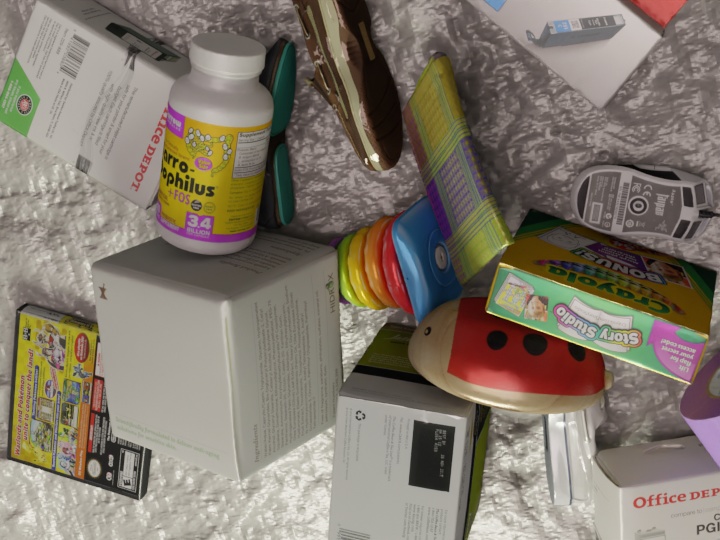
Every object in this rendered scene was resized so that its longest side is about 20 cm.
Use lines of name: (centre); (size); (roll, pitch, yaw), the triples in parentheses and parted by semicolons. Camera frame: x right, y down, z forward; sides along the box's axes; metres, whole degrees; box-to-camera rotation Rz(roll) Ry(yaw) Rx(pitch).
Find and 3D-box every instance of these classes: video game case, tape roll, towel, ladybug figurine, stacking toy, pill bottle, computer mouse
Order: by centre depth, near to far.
tape roll: (0.396, 0.100, 1.250); (0.199, 0.200, 0.066); (-36, 94, 24)
ladybug figurine: (0.145, 0.075, 1.288); (0.198, 0.136, 0.073); (11, 119, 4)
towel: (0.089, -0.097, 1.294); (0.023, 0.144, 0.202); (-15, 77, -16)
computer mouse: (0.303, -0.067, 1.312); (0.198, 0.044, 0.111); (11, 115, 7)
pill bottle: (-0.141, -0.125, 1.325); (0.103, 0.104, 0.202); (15, 114, 12)
stacking toy: (0.000, 0.000, 1.404); (0.198, 0.110, 0.117); (-9, 106, 31)
video game case: (-0.326, 0.155, 1.586); (0.179, 0.026, 0.202); (14, 112, 12)

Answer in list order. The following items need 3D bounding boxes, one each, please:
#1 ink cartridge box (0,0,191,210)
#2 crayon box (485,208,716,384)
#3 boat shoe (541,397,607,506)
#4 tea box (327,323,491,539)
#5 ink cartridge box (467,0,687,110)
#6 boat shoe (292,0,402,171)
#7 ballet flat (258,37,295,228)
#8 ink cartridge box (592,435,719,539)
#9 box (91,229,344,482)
ink cartridge box: (-0.264, -0.180, 1.424); (0.199, 0.084, 0.147); (32, 113, 5)
crayon box: (0.234, 0.019, 1.289); (0.198, 0.173, 0.059); (19, 112, 10)
boat shoe: (0.222, 0.144, 1.398); (0.065, 0.074, 0.202); (-5, 109, 0)
tea box: (0.056, 0.188, 1.385); (0.132, 0.197, 0.202); (9, 109, 13)
ink cartridge box: (0.207, -0.282, 1.268); (0.199, 0.045, 0.177); (39, 115, 1)
boat shoe: (-0.016, -0.196, 1.358); (0.074, 0.075, 0.205); (-10, 99, 34)
ballet flat: (-0.105, -0.141, 1.399); (0.072, 0.073, 0.202); (7, 112, 14)
ink cartridge box: (0.317, 0.282, 1.373); (0.145, 0.083, 0.202); (-8, 107, -7)
box: (-0.143, 0.075, 1.389); (0.198, 0.171, 0.202); (13, 114, 37)
